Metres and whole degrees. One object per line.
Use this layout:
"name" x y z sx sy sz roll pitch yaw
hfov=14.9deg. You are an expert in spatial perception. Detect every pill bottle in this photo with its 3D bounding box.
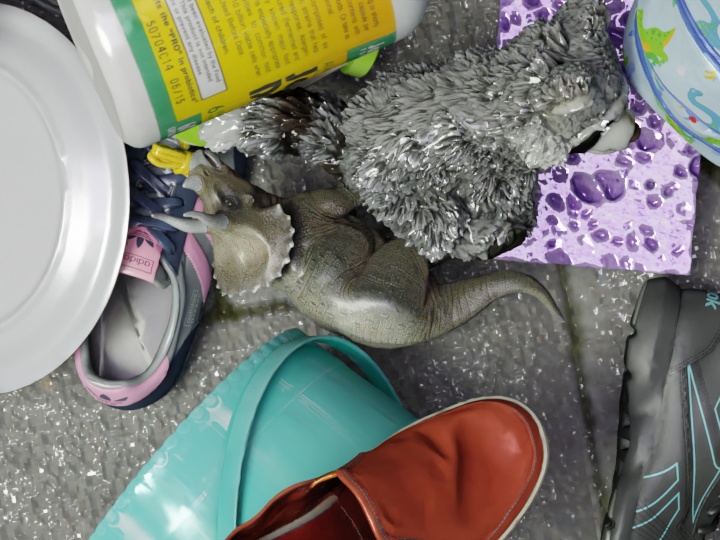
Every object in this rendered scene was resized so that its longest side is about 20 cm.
"pill bottle" -0.038 -0.144 1.286 0.200 0.113 0.113 -24 91 -8

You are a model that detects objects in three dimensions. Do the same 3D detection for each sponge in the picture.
"sponge" 0.122 -0.101 1.400 0.111 0.030 0.200 6 94 6

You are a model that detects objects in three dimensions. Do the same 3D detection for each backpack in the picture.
"backpack" 0.212 -0.138 1.306 0.163 0.200 0.154 43 126 -7

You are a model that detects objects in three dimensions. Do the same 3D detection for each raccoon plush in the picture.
"raccoon plush" 0.031 -0.077 1.303 0.200 0.134 0.097 2 57 -15

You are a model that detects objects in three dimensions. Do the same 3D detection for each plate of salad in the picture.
"plate of salad" -0.191 -0.037 1.413 0.200 0.048 0.201 0 90 34

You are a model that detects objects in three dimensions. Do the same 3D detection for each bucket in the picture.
"bucket" -0.037 0.135 1.350 0.135 0.207 0.207 40 97 7

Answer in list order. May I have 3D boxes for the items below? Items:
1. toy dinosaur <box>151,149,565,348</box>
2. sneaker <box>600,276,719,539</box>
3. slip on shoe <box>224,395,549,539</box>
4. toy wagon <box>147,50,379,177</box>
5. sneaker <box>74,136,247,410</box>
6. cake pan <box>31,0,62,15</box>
"toy dinosaur" 0.000 0.000 1.373 0.200 0.077 0.102 31 55 1
"sneaker" 0.163 0.106 1.386 0.079 0.075 0.200 9 95 3
"slip on shoe" 0.006 0.112 1.225 0.200 0.061 0.074 -27 69 -26
"toy wagon" -0.061 -0.143 1.364 0.155 0.040 0.200 16 104 -20
"sneaker" -0.101 -0.025 1.401 0.070 0.082 0.200 9 94 5
"cake pan" -0.122 -0.225 1.406 0.200 0.037 0.201 0 94 6
